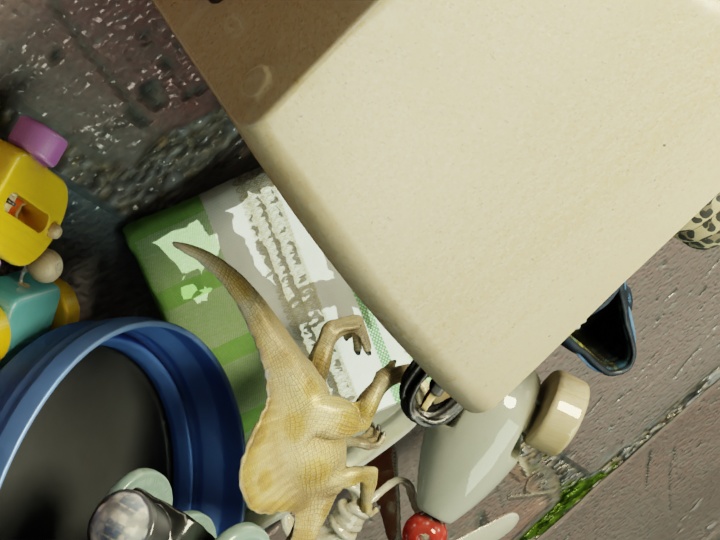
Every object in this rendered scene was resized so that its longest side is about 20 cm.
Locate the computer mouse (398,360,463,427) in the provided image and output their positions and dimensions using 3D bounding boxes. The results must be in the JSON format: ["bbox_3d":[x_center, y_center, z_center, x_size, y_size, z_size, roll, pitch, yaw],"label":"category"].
[{"bbox_3d":[0.075,-0.011,0.919,0.058,0.034,0.201,12,114,-34],"label":"computer mouse"}]

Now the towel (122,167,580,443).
[{"bbox_3d":[0.000,0.000,1.004,0.199,0.031,0.150,-22,117,-4],"label":"towel"}]

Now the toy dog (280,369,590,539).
[{"bbox_3d":[0.053,0.115,1.253,0.200,0.132,0.096,-41,-170,15],"label":"toy dog"}]

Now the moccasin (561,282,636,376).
[{"bbox_3d":[0.117,-0.007,1.101,0.080,0.068,0.200,-37,147,5],"label":"moccasin"}]

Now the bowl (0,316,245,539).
[{"bbox_3d":[-0.120,0.119,0.912,0.200,0.039,0.202,-27,122,-55],"label":"bowl"}]

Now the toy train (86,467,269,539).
[{"bbox_3d":[-0.076,0.166,0.892,0.114,0.085,0.200,-57,148,-14],"label":"toy train"}]

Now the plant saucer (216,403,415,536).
[{"bbox_3d":[-0.064,0.107,1.102,0.199,0.050,0.200,-30,180,0],"label":"plant saucer"}]

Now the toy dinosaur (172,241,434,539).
[{"bbox_3d":[-0.022,0.065,0.953,0.101,0.058,0.201,-31,125,-34],"label":"toy dinosaur"}]

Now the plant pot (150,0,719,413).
[{"bbox_3d":[0.024,-0.101,0.820,0.200,0.200,0.177,-45,138,12],"label":"plant pot"}]

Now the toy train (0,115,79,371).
[{"bbox_3d":[-0.179,0.013,0.844,0.150,0.055,0.201,-52,159,-31],"label":"toy train"}]

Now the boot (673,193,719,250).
[{"bbox_3d":[0.149,-0.116,0.970,0.153,0.073,0.204,21,97,-36],"label":"boot"}]
